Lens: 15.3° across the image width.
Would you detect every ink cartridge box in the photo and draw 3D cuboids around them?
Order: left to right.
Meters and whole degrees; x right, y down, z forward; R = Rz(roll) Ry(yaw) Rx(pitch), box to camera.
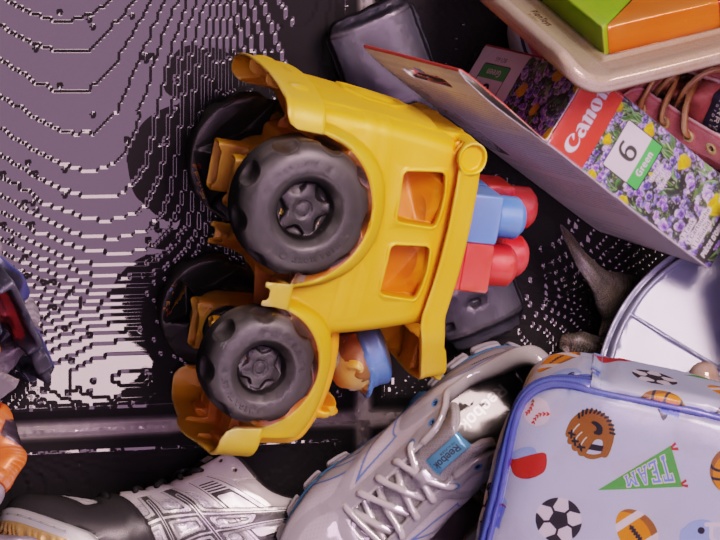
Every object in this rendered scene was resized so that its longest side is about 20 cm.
[{"bbox_3d":[0.106,-0.079,1.445,0.200,0.109,0.051,36,83,-30],"label":"ink cartridge box"}]

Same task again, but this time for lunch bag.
[{"bbox_3d":[0.161,0.136,1.370,0.199,0.076,0.161,14,102,5],"label":"lunch bag"}]

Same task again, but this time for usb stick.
[{"bbox_3d":[0.037,-0.054,1.489,0.055,0.033,0.201,-23,103,-11],"label":"usb stick"}]

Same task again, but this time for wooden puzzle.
[{"bbox_3d":[0.166,-0.154,1.437,0.199,0.185,0.037,-10,117,-16],"label":"wooden puzzle"}]

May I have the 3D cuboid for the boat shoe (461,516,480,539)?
[{"bbox_3d":[0.094,0.160,1.449,0.071,0.069,0.201,-9,132,-54],"label":"boat shoe"}]

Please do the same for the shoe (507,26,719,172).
[{"bbox_3d":[0.181,-0.101,1.495,0.199,0.091,0.072,27,89,-18],"label":"shoe"}]

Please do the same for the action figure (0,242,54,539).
[{"bbox_3d":[-0.217,0.024,1.346,0.104,0.194,0.201,-23,131,-5],"label":"action figure"}]

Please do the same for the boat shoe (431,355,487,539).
[{"bbox_3d":[0.043,0.139,1.497,0.074,0.065,0.203,34,86,-17],"label":"boat shoe"}]

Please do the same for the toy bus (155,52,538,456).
[{"bbox_3d":[0.000,0.000,1.428,0.191,0.136,0.201,9,103,-21],"label":"toy bus"}]

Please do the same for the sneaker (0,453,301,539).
[{"bbox_3d":[-0.099,0.137,1.462,0.199,0.076,0.088,12,72,-16],"label":"sneaker"}]

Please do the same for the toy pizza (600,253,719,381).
[{"bbox_3d":[0.226,0.076,1.479,0.199,0.032,0.202,1,79,-4],"label":"toy pizza"}]

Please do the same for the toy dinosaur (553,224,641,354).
[{"bbox_3d":[0.160,0.060,1.529,0.102,0.077,0.201,-31,93,-29],"label":"toy dinosaur"}]

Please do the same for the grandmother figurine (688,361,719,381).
[{"bbox_3d":[0.229,0.062,1.424,0.060,0.121,0.202,-1,87,-48],"label":"grandmother figurine"}]

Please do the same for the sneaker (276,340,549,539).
[{"bbox_3d":[0.029,0.106,1.419,0.075,0.087,0.200,43,76,0],"label":"sneaker"}]
